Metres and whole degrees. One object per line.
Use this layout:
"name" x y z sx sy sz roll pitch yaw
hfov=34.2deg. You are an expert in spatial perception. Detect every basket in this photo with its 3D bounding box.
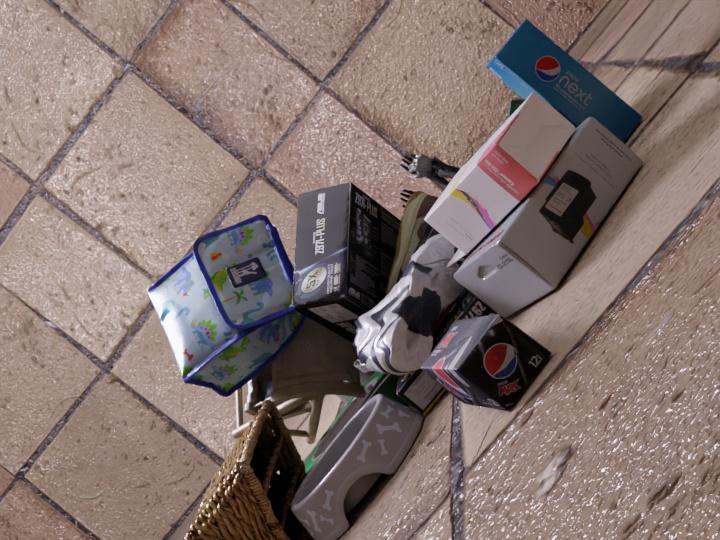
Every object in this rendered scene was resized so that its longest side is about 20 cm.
"basket" -0.113 0.286 1.474 0.149 0.142 0.200 -55 5 15

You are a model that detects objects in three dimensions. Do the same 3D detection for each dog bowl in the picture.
"dog bowl" -0.009 0.233 1.404 0.200 0.059 0.200 -51 4 4

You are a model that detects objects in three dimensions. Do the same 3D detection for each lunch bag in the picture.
"lunch bag" -0.172 0.043 1.592 0.200 0.170 0.127 -37 -32 15

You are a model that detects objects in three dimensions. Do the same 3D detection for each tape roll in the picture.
"tape roll" -0.005 0.219 1.621 0.201 0.048 0.200 -51 3 4

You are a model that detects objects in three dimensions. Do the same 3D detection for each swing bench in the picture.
"swing bench" -0.096 0.118 1.673 0.200 0.129 0.200 130 140 -51

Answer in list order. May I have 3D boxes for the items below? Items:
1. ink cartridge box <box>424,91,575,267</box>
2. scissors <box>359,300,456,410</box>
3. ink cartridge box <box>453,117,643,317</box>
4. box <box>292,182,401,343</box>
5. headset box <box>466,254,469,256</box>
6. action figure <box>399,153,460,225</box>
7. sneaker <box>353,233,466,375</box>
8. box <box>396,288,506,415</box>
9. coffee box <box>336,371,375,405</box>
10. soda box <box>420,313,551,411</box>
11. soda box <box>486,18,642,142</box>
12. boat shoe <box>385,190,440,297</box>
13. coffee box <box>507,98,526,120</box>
"ink cartridge box" 0.148 -0.100 1.345 0.117 0.067 0.200 -52 3 -41
"scissors" 0.055 0.109 1.474 0.200 0.014 0.073 -51 4 -5
"ink cartridge box" 0.211 -0.056 1.332 0.200 0.083 0.146 -52 3 -22
"box" 0.000 0.000 1.567 0.086 0.200 0.164 -11 65 29
"headset box" 0.161 -0.024 1.818 0.200 0.075 0.149 -51 3 4
"action figure" 0.104 -0.094 1.570 0.200 0.102 0.119 -142 60 -66
"sneaker" 0.049 0.047 1.438 0.129 0.079 0.200 -21 42 51
"box" 0.113 0.084 1.474 0.160 0.049 0.200 -53 3 8
"coffee box" 0.050 0.115 1.738 0.200 0.080 0.113 -48 2 39
"soda box" 0.118 0.090 1.152 0.071 0.063 0.200 -51 2 -8
"soda box" 0.266 -0.234 1.533 0.068 0.200 0.064 -51 2 -6
"boat shoe" 0.079 0.002 1.502 0.073 0.065 0.201 -17 -63 -57
"coffee box" 0.200 -0.110 1.492 0.123 0.044 0.201 8 -91 -83
